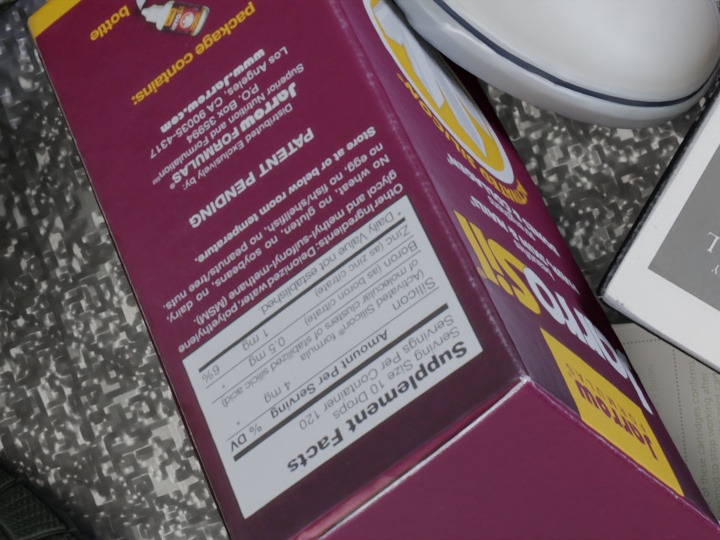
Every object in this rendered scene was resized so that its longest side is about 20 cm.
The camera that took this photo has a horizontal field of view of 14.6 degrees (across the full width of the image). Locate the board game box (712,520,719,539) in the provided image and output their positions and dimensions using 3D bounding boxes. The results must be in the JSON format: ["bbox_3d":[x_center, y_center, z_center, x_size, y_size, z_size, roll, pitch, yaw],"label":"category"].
[{"bbox_3d":[0.053,0.151,0.778,0.199,0.035,0.126,-25,121,26],"label":"board game box"}]

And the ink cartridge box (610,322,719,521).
[{"bbox_3d":[0.100,0.081,0.808,0.198,0.048,0.147,-6,95,16],"label":"ink cartridge box"}]

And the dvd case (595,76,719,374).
[{"bbox_3d":[0.173,-0.041,0.708,0.150,0.025,0.201,30,94,4],"label":"dvd case"}]

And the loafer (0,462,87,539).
[{"bbox_3d":[-0.170,0.076,0.860,0.199,0.072,0.063,25,120,15],"label":"loafer"}]

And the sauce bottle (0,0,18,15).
[{"bbox_3d":[-0.167,-0.157,0.825,0.064,0.065,0.201,-25,90,13],"label":"sauce bottle"}]

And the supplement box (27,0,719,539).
[{"bbox_3d":[0.000,0.000,0.736,0.085,0.110,0.201,-36,51,13],"label":"supplement box"}]

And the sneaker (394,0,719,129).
[{"bbox_3d":[0.028,-0.113,0.738,0.200,0.071,0.073,41,65,-15],"label":"sneaker"}]
